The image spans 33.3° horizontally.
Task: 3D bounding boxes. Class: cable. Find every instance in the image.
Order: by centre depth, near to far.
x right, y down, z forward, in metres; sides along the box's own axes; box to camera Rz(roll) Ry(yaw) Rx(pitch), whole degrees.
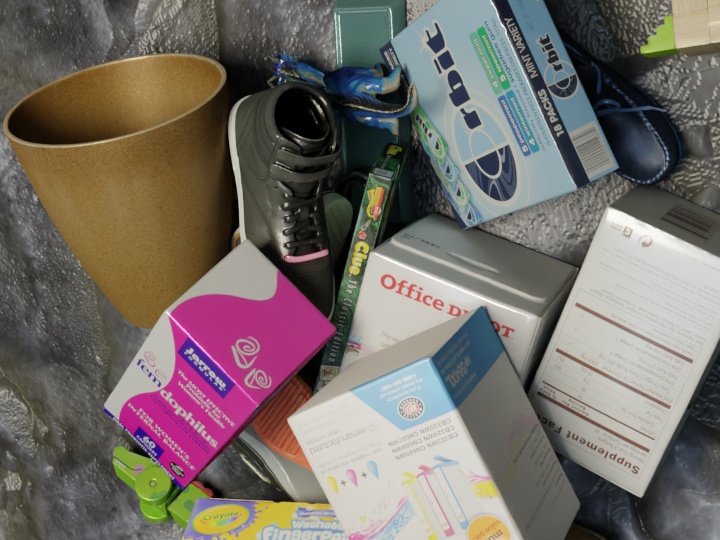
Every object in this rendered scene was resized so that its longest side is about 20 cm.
[{"bbox_3d":[-0.012,0.011,1.082,0.097,0.050,0.201,32,125,16],"label":"cable"}]

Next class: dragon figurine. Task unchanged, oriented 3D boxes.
[{"bbox_3d":[-0.020,-0.141,0.985,0.099,0.200,0.059,-4,109,-16],"label":"dragon figurine"}]

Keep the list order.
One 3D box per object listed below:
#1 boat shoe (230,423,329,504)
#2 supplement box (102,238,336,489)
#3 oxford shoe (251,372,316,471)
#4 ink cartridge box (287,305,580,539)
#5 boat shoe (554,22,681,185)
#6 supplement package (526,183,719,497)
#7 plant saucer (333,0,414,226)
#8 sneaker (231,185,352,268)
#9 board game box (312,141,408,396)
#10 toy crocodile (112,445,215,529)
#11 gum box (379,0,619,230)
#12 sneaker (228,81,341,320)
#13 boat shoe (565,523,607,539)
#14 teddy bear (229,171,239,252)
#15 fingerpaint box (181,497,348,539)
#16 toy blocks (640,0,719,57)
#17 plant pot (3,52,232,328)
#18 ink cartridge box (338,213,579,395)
[{"bbox_3d":[-0.076,0.171,1.166,0.200,0.071,0.064,46,151,0],"label":"boat shoe"},{"bbox_3d":[-0.118,0.080,0.966,0.101,0.103,0.200,44,142,3],"label":"supplement box"},{"bbox_3d":[-0.039,0.144,1.128,0.200,0.073,0.071,46,114,9],"label":"oxford shoe"},{"bbox_3d":[0.064,0.154,0.884,0.128,0.125,0.201,-26,93,26],"label":"ink cartridge box"},{"bbox_3d":[0.162,-0.135,0.955,0.200,0.069,0.084,39,117,13],"label":"boat shoe"},{"bbox_3d":[0.222,0.051,0.949,0.117,0.117,0.201,27,114,18],"label":"supplement package"},{"bbox_3d":[0.010,-0.137,1.061,0.070,0.019,0.201,4,105,26],"label":"plant saucer"},{"bbox_3d":[-0.075,0.009,1.064,0.079,0.078,0.201,34,110,30],"label":"sneaker"},{"bbox_3d":[0.000,0.000,1.011,0.023,0.105,0.201,17,112,6],"label":"board game box"},{"bbox_3d":[-0.175,0.242,1.234,0.199,0.062,0.068,31,151,21],"label":"toy crocodile"},{"bbox_3d":[0.100,-0.130,0.937,0.171,0.044,0.200,65,159,-2],"label":"gum box"},{"bbox_3d":[-0.051,-0.055,0.941,0.099,0.070,0.201,-26,77,62],"label":"sneaker"},{"bbox_3d":[0.128,0.219,1.073,0.199,0.072,0.077,8,96,25],"label":"boat shoe"},{"bbox_3d":[-0.130,-0.077,1.127,0.199,0.067,0.145,-33,93,22],"label":"teddy bear"},{"bbox_3d":[-0.049,0.292,1.120,0.199,0.074,0.167,-1,133,18],"label":"fingerpaint box"},{"bbox_3d":[0.298,-0.234,0.857,0.199,0.100,0.138,-5,90,27],"label":"toy blocks"},{"bbox_3d":[-0.185,-0.057,1.030,0.185,0.187,0.201,4,122,25],"label":"plant pot"},{"bbox_3d":[0.074,0.079,1.011,0.146,0.146,0.201,22,113,17],"label":"ink cartridge box"}]
